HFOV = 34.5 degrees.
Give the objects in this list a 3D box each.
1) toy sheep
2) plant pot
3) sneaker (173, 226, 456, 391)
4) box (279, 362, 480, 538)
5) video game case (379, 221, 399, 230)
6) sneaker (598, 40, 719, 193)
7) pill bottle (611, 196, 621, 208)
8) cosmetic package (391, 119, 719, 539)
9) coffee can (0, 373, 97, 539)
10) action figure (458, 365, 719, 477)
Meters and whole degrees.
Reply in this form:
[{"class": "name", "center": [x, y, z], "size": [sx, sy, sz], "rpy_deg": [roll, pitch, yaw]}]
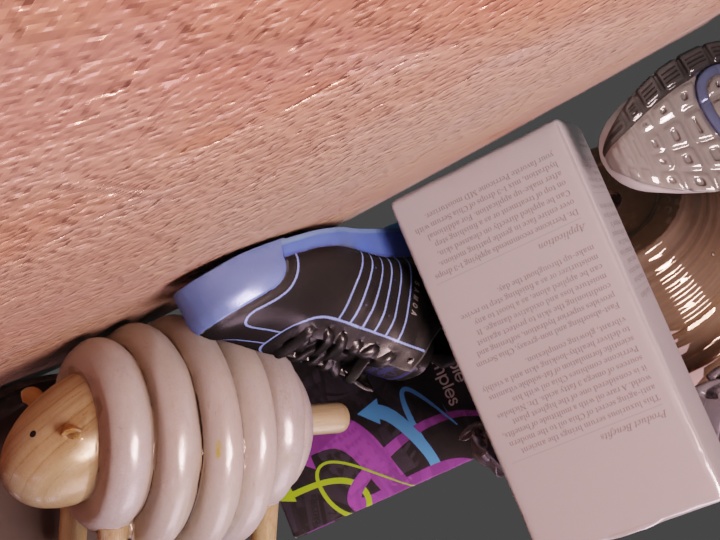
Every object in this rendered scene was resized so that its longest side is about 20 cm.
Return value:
[{"class": "toy sheep", "center": [-0.092, 0.090, 0.613], "size": [0.198, 0.140, 0.137], "rpy_deg": [-2, 162, -39]}, {"class": "plant pot", "center": [0.178, -0.020, 0.780], "size": [0.199, 0.203, 0.093], "rpy_deg": [-25, 136, 13]}, {"class": "sneaker", "center": [-0.008, 0.025, 0.609], "size": [0.070, 0.079, 0.199], "rpy_deg": [-31, 165, 39]}, {"class": "box", "center": [0.016, 0.083, 0.823], "size": [0.198, 0.145, 0.036], "rpy_deg": [-25, 174, 6]}, {"class": "video game case", "center": [0.000, 0.000, 0.805], "size": [0.142, 0.018, 0.200], "rpy_deg": [-26, 175, 19]}, {"class": "sneaker", "center": [0.200, -0.084, 0.600], "size": [0.198, 0.075, 0.087], "rpy_deg": [-22, 180, -23]}, {"class": "pill bottle", "center": [0.240, 0.012, 0.861], "size": [0.111, 0.200, 0.114], "rpy_deg": [-19, 130, -24]}, {"class": "cosmetic package", "center": [0.106, 0.035, 0.608], "size": [0.100, 0.202, 0.071], "rpy_deg": [-24, 175, 20]}, {"class": "coffee can", "center": [-0.202, 0.155, 0.725], "size": [0.145, 0.148, 0.200], "rpy_deg": [-21, 175, -29]}, {"class": "action figure", "center": [0.149, 0.093, 0.694], "size": [0.197, 0.071, 0.130], "rpy_deg": [-10, 167, 28]}]
